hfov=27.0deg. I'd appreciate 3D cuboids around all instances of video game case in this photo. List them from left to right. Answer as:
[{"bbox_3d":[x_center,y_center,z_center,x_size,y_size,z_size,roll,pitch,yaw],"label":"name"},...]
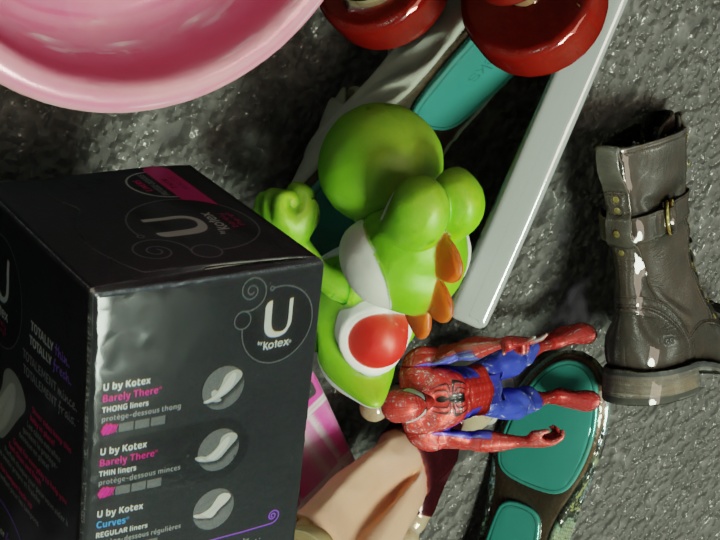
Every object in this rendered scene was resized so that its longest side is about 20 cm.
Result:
[{"bbox_3d":[0.102,-0.077,0.811,0.182,0.023,0.201,-43,156,-78],"label":"video game case"}]

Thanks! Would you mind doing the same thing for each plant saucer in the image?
[{"bbox_3d":[-0.083,-0.157,0.526,0.200,0.051,0.201,-19,124,-30],"label":"plant saucer"}]

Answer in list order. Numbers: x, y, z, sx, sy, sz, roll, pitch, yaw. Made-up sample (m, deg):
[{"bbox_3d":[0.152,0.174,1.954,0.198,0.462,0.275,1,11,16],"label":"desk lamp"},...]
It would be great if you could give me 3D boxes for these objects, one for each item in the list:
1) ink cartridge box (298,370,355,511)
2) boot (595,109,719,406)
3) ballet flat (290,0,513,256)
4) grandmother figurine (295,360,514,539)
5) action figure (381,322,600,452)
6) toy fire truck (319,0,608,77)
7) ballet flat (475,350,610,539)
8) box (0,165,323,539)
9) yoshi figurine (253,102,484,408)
[{"bbox_3d":[-0.041,0.148,0.890,0.095,0.037,0.200,-36,131,-17],"label":"ink cartridge box"},{"bbox_3d":[0.200,-0.015,0.957,0.200,0.069,0.175,-19,107,-60],"label":"boot"},{"bbox_3d":[0.020,-0.086,0.784,0.069,0.070,0.200,14,132,-40],"label":"ballet flat"},{"bbox_3d":[0.027,0.115,0.872,0.200,0.060,0.122,-45,148,-38],"label":"grandmother figurine"},{"bbox_3d":[0.095,0.064,0.843,0.200,0.099,0.066,-6,91,-50],"label":"action figure"},{"bbox_3d":[0.043,-0.192,0.676,0.112,0.199,0.169,36,72,-58],"label":"toy fire truck"},{"bbox_3d":[0.121,0.141,0.997,0.074,0.074,0.201,7,110,-39],"label":"ballet flat"},{"bbox_3d":[-0.097,0.070,0.645,0.106,0.122,0.201,-9,118,-33],"label":"box"},{"bbox_3d":[0.001,-0.014,0.760,0.113,0.112,0.200,-55,-178,-35],"label":"yoshi figurine"}]
